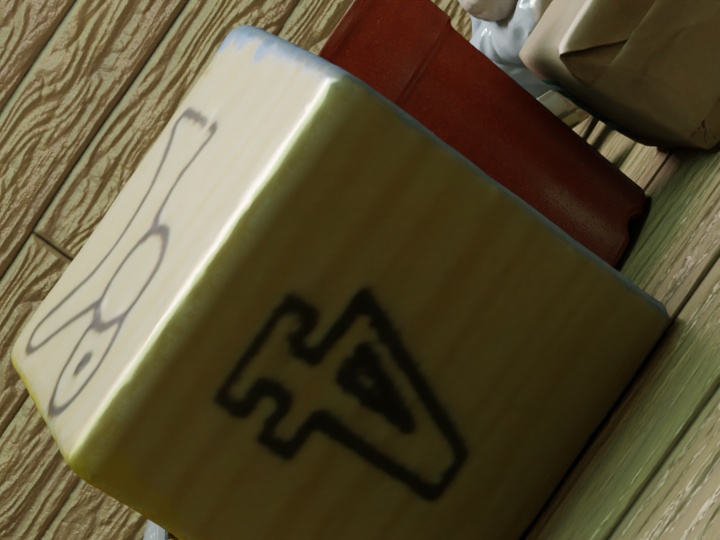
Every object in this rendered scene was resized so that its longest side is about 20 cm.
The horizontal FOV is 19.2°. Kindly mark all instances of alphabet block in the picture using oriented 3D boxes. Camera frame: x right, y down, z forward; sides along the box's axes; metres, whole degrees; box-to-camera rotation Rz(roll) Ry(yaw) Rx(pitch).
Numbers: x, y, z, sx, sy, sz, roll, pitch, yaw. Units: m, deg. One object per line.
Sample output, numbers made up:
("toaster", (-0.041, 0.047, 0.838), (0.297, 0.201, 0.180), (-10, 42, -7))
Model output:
("alphabet block", (-0.017, 0.030, 0.970), (0.200, 0.196, 0.195), (-55, 20, 2))

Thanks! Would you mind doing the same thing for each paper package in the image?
("paper package", (0.184, -0.164, 1.163), (0.191, 0.103, 0.200), (-55, 5, 3))

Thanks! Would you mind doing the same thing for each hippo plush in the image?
("hippo plush", (0.095, -0.135, 1.490), (0.159, 0.200, 0.161), (10, -72, -58))

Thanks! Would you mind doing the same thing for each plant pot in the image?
("plant pot", (0.039, -0.039, 1.183), (0.201, 0.195, 0.201), (-55, 4, 6))

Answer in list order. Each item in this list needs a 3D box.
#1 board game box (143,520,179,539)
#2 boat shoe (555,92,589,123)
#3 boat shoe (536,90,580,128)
("board game box", (-0.144, 0.268, 1.403), (0.200, 0.026, 0.200), (-110, 33, -73))
("boat shoe", (0.167, -0.161, 1.649), (0.065, 0.072, 0.200), (110, -173, -53))
("boat shoe", (0.060, -0.083, 1.420), (0.075, 0.068, 0.200), (-28, 1, -43))
